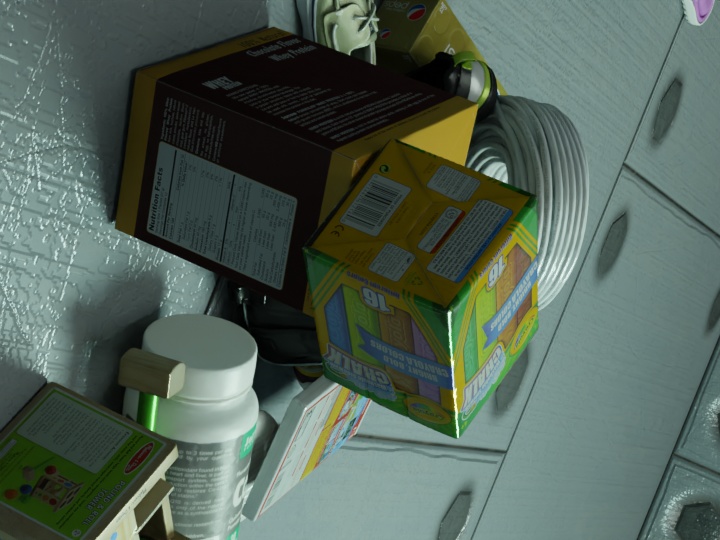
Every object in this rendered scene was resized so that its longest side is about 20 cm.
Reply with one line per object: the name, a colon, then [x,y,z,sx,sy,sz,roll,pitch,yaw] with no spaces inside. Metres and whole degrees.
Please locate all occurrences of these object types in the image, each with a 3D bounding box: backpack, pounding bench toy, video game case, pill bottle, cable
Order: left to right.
pounding bench toy: [-0.199,0.177,1.421,0.200,0.124,0.156,-50,151,-35]
pill bottle: [-0.147,0.146,1.519,0.113,0.113,0.200,-32,139,-53]
video game case: [-0.033,0.138,1.693,0.200,0.017,0.143,-35,154,-55]
backpack: [0.000,0.000,1.602,0.178,0.199,0.151,82,18,-48]
cable: [0.134,-0.058,1.644,0.069,0.200,0.200,5,120,-25]

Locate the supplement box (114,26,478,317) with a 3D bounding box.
supplement box: [-0.049,-0.083,1.414,0.197,0.200,0.133,-30,137,-55]

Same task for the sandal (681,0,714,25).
sandal: [0.461,-0.393,2.427,0.083,0.050,0.203,-64,156,-8]

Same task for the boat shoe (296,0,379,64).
boat shoe: [-0.013,-0.213,1.552,0.072,0.062,0.200,-46,149,-40]

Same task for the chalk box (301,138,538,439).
chalk box: [0.050,0.029,1.317,0.124,0.124,0.200,-53,152,-29]

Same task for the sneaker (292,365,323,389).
sneaker: [0.019,0.052,1.798,0.200,0.075,0.090,-30,148,-11]

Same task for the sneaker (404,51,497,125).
sneaker: [0.031,-0.141,1.632,0.200,0.072,0.083,-35,144,27]

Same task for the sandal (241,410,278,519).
sandal: [-0.121,0.180,1.679,0.082,0.050,0.203,-39,159,-23]

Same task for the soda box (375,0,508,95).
soda box: [0.080,-0.178,1.718,0.068,0.064,0.200,-60,139,-17]
